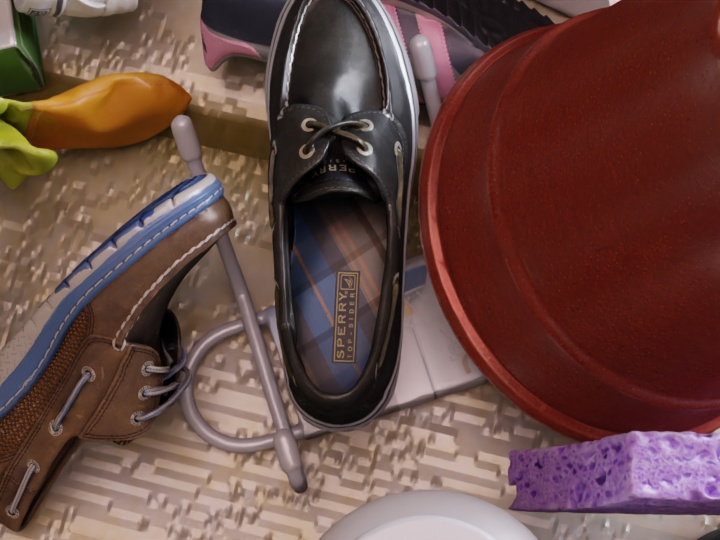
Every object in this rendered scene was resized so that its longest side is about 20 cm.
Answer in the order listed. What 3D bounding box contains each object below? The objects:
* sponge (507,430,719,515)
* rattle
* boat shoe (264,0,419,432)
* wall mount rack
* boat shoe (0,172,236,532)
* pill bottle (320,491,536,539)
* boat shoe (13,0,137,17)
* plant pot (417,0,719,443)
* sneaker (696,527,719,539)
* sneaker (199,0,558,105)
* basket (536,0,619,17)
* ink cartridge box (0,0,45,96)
[{"bbox_3d":[0.173,0.085,0.682,0.198,0.112,0.030,3,78,-18],"label":"sponge"},{"bbox_3d":[-0.149,-0.001,0.735,0.142,0.131,0.201,15,37,-27],"label":"rattle"},{"bbox_3d":[-0.007,-0.034,0.702,0.068,0.057,0.202,-3,80,2],"label":"boat shoe"},{"bbox_3d":[0.000,0.000,0.758,0.198,0.075,0.175,-18,77,-2],"label":"wall mount rack"},{"bbox_3d":[-0.114,0.040,0.739,0.072,0.072,0.200,45,115,-2],"label":"boat shoe"},{"bbox_3d":[0.027,0.147,0.651,0.110,0.200,0.112,-1,77,3],"label":"pill bottle"},{"bbox_3d":[-0.114,-0.213,0.744,0.069,0.071,0.202,1,106,-22],"label":"boat shoe"},{"bbox_3d":[0.152,-0.043,0.665,0.199,0.195,0.203,7,73,-22],"label":"plant pot"},{"bbox_3d":[0.235,0.154,0.701,0.198,0.079,0.096,-6,83,26],"label":"sneaker"},{"bbox_3d":[0.018,-0.104,0.795,0.199,0.082,0.070,22,34,-6],"label":"sneaker"},{"bbox_3d":[0.173,-0.175,0.763,0.199,0.136,0.124,25,75,8],"label":"basket"},{"bbox_3d":[-0.262,-0.129,0.807,0.198,0.059,0.105,-10,76,0],"label":"ink cartridge box"}]
